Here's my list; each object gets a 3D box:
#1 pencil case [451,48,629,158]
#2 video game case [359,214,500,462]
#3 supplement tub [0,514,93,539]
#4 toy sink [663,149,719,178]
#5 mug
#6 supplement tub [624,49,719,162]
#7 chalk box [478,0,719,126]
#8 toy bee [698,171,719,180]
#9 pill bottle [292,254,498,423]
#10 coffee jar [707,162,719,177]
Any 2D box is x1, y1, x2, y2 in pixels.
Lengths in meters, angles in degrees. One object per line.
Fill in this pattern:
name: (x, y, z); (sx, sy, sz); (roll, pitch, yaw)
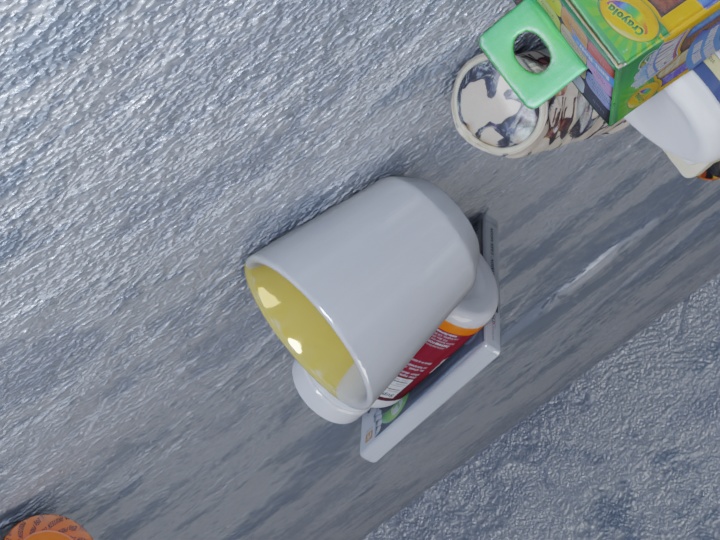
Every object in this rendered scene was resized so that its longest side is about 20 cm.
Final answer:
pencil case: (0.149, -0.137, 1.361); (0.200, 0.078, 0.090); (-16, 145, -54)
video game case: (0.067, 0.066, 1.732); (0.200, 0.023, 0.182); (-44, -152, 35)
supplement tub: (-0.316, 0.313, 1.691); (0.122, 0.123, 0.200); (-25, 164, -34)
toy sink: (0.307, -0.163, 1.501); (0.200, 0.112, 0.130); (-19, 159, -47)
mug: (0.001, -0.003, 1.415); (0.153, 0.186, 0.150); (-40, 136, -17)
supplement tub: (0.268, -0.192, 1.277); (0.200, 0.144, 0.144); (-45, 168, -6)
chalk box: (0.172, -0.186, 1.145); (0.200, 0.125, 0.124); (-35, 167, -4)
toy bee: (0.439, -0.149, 1.960); (0.131, 0.109, 0.200); (-26, 164, -25)
pill bottle: (0.027, 0.055, 1.651); (0.200, 0.113, 0.113); (-44, 164, 35)
coffee jar: (0.402, -0.185, 1.751); (0.200, 0.104, 0.085); (-40, 167, 18)
